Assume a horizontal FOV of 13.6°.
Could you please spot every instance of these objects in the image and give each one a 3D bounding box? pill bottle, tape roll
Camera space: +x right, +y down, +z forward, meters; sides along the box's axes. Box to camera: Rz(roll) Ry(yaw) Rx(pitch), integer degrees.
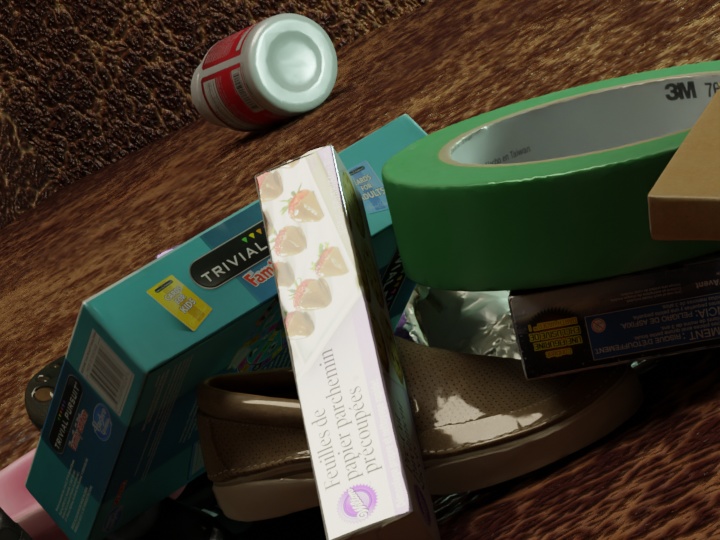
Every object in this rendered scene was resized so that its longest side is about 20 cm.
[{"bbox_3d":[-0.115,-0.218,3.396,0.112,0.113,0.200,-34,9,-25],"label":"pill bottle"},{"bbox_3d":[0.110,-0.043,1.295,0.199,0.048,0.200,-13,13,3],"label":"tape roll"}]

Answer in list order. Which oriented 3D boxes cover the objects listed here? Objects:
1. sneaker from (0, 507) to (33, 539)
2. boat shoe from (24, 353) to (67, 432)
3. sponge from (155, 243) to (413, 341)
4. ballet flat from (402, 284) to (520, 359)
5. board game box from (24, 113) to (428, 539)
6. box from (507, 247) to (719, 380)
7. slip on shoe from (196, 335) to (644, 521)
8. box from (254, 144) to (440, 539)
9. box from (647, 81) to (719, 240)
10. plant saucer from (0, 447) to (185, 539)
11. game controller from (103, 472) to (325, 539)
[{"bbox_3d":[-0.203,0.140,1.456,0.066,0.091,0.200,-34,19,-29],"label":"sneaker"},{"bbox_3d":[-0.078,0.052,1.514,0.199,0.074,0.076,-28,22,-30],"label":"boat shoe"},{"bbox_3d":[0.000,0.000,1.597,0.199,0.030,0.112,-23,52,-6],"label":"sponge"},{"bbox_3d":[0.049,0.029,1.458,0.072,0.072,0.200,-30,9,-4],"label":"ballet flat"},{"bbox_3d":[-0.054,0.028,1.391,0.200,0.047,0.151,-32,-20,-34],"label":"board game box"},{"bbox_3d":[0.143,-0.008,1.308,0.136,0.040,0.200,-10,13,12],"label":"box"},{"bbox_3d":[0.021,0.057,1.293,0.199,0.061,0.076,-12,15,26],"label":"slip on shoe"},{"bbox_3d":[-0.006,0.037,1.258,0.039,0.041,0.201,-22,49,11],"label":"box"},{"bbox_3d":[0.221,-0.045,1.125,0.199,0.021,0.164,3,23,19],"label":"box"},{"bbox_3d":[-0.144,0.119,1.639,0.200,0.051,0.201,-29,8,5],"label":"plant saucer"},{"bbox_3d":[-0.061,0.120,1.421,0.104,0.042,0.200,-17,5,-14],"label":"game controller"}]
